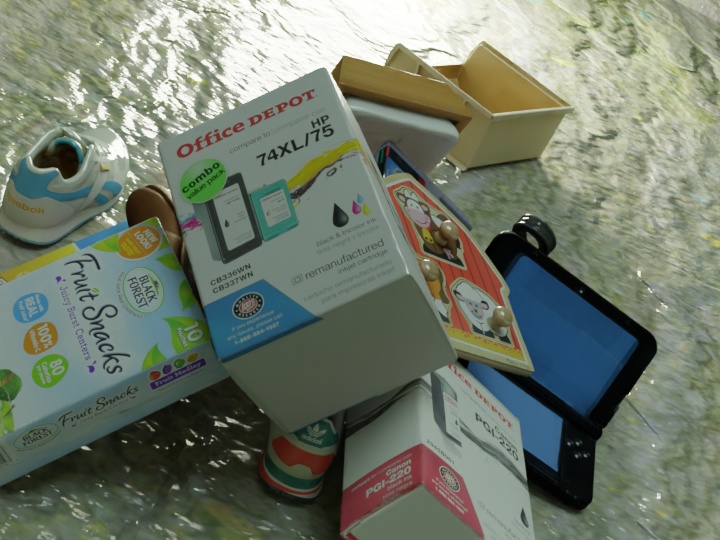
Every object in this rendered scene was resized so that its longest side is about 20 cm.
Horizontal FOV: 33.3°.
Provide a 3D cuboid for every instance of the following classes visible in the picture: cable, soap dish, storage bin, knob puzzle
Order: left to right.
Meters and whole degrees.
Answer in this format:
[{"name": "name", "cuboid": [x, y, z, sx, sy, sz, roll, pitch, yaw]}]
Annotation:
[{"name": "soap dish", "cuboid": [0.005, -0.143, 1.310, 0.157, 0.200, 0.081, 11, 58, -24]}, {"name": "knob puzzle", "cuboid": [0.071, -0.013, 1.052, 0.219, 0.030, 0.220, 33, 34, -26]}, {"name": "storage bin", "cuboid": [0.154, -0.237, 1.676, 0.199, 0.094, 0.200, 43, 34, 26]}, {"name": "cable", "cuboid": [0.188, -0.006, 1.290, 0.050, 0.200, 0.097, -40, 51, -19]}]

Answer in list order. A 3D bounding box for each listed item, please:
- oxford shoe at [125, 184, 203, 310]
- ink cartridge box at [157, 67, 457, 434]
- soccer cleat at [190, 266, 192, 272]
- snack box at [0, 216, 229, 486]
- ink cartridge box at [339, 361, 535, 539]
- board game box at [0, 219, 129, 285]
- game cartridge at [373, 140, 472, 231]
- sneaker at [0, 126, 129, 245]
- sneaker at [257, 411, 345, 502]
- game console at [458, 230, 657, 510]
[{"name": "oxford shoe", "cuboid": [-0.181, -0.008, 1.009, 0.071, 0.071, 0.200, 5, 37, -23]}, {"name": "ink cartridge box", "cuboid": [-0.041, -0.014, 0.904, 0.146, 0.147, 0.200, 58, 9, -57]}, {"name": "soccer cleat", "cuboid": [-0.137, -0.016, 1.069, 0.086, 0.070, 0.200, -5, 42, 1]}, {"name": "snack box", "cuboid": [-0.213, 0.058, 0.875, 0.200, 0.053, 0.142, -25, 49, -8]}, {"name": "ink cartridge box", "cuboid": [0.062, 0.160, 0.956, 0.146, 0.085, 0.200, 44, 22, -23]}, {"name": "board game box", "cuboid": [-0.210, 0.039, 1.020, 0.153, 0.040, 0.200, 35, 31, 14]}, {"name": "game cartridge", "cuboid": [0.057, -0.052, 1.169, 0.130, 0.038, 0.200, 47, 18, -15]}, {"name": "sneaker", "cuboid": [-0.270, -0.098, 1.148, 0.076, 0.081, 0.200, 25, 29, 0]}, {"name": "sneaker", "cuboid": [-0.035, 0.098, 1.012, 0.070, 0.094, 0.200, 22, 31, -8]}, {"name": "game console", "cuboid": [0.169, 0.090, 1.126, 0.200, 0.116, 0.176, 36, 30, -7]}]
